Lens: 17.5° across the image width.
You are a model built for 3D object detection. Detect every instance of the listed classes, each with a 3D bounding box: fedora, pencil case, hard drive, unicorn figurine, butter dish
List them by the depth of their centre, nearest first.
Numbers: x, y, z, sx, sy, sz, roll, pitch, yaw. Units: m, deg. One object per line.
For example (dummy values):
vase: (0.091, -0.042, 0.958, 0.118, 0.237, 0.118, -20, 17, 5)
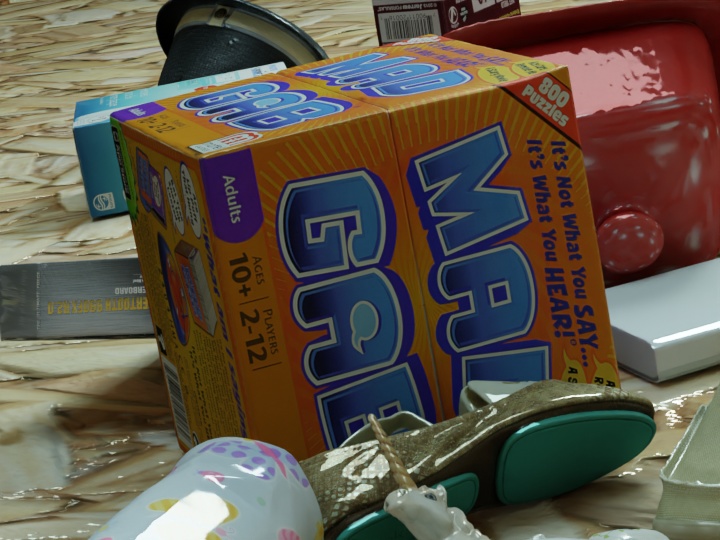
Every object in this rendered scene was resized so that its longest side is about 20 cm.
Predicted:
unicorn figurine: (0.065, 0.129, 0.992, 0.199, 0.074, 0.137, 11, 12, 21)
pencil case: (-0.085, 0.143, 1.001, 0.083, 0.091, 0.200, 30, 26, 9)
hard drive: (0.232, 0.016, 1.379, 0.199, 0.027, 0.132, -14, 15, -17)
butter dish: (0.155, -0.054, 1.468, 0.198, 0.201, 0.148, -10, 37, -2)
fedora: (-0.119, -0.173, 2.217, 0.200, 0.201, 0.092, 2, 54, 42)

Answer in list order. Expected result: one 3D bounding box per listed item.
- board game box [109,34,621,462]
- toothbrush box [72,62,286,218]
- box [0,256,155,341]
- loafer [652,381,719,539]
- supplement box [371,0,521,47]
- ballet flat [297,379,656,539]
board game box: (0.000, 0.000, 1.254, 0.198, 0.202, 0.200, -15, 14, -16)
toothbrush box: (-0.151, -0.118, 2.086, 0.198, 0.086, 0.146, -10, 14, -2)
box: (-0.103, 0.018, 1.460, 0.157, 0.049, 0.200, -4, -3, 30)
loafer: (0.191, 0.072, 1.100, 0.075, 0.069, 0.200, -2, 16, 32)
supplement box: (0.072, -0.108, 1.630, 0.061, 0.202, 0.109, 0, 18, 33)
ballet flat: (0.050, 0.085, 1.135, 0.199, 0.071, 0.065, -16, 48, -28)
